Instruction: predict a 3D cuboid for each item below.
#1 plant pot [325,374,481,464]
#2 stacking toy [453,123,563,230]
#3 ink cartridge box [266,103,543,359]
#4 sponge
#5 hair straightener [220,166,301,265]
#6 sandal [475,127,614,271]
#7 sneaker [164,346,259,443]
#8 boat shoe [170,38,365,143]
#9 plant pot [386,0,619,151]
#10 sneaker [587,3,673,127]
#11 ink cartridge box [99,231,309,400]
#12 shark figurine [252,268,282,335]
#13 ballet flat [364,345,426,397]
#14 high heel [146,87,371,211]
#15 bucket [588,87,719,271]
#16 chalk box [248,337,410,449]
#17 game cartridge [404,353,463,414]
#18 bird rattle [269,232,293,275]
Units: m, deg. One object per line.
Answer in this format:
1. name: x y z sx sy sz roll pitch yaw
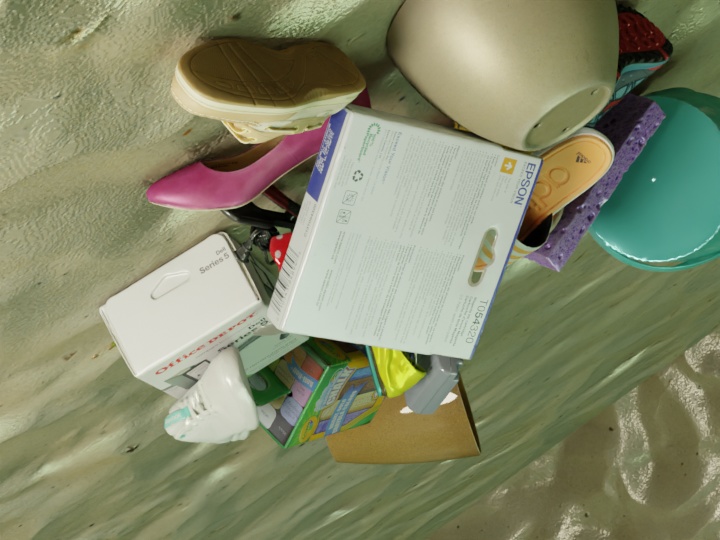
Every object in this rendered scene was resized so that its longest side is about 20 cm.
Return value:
1. plant pot: 0.048 0.193 2.148 0.198 0.188 0.186 -18 163 5
2. stacking toy: 0.132 -0.129 1.513 0.145 0.146 0.201 -25 143 -18
3. ink cartridge box: 0.038 -0.030 1.335 0.198 0.043 0.198 10 107 -31
4. sponge: 0.224 -0.099 1.614 0.030 0.111 0.201 40 82 -30
5. hair straightener: -0.096 -0.045 1.444 0.077 0.041 0.200 -50 167 4
6. sandal: 0.150 -0.057 1.452 0.206 0.079 0.060 -41 -160 37
7. sneaker: -0.151 0.136 1.530 0.087 0.076 0.200 -13 160 -13
8. boat shoe: -0.075 -0.129 1.190 0.199 0.074 0.069 -9 147 -52
9. plant pot: 0.139 -0.181 1.303 0.199 0.135 0.201 -27 162 -10
10. sneaker: 0.218 -0.185 1.477 0.199 0.079 0.096 -31 163 -42
11. ink cartridge box: -0.151 0.053 1.547 0.145 0.085 0.200 -32 163 3
12. shark figurine: 0.001 0.018 1.503 0.215 0.128 0.090 -47 170 -42
13. ballet flat: 0.019 0.039 1.647 0.066 0.202 0.067 -19 -161 2
14. high heel: -0.085 -0.109 1.299 0.197 0.097 0.067 -9 -158 -6
15. bucket: 0.338 -0.101 1.708 0.207 0.208 0.134 -38 168 24
16. chalk box: -0.063 0.105 1.727 0.199 0.124 0.125 -9 136 -52
17. game cartridge: 0.078 0.052 1.764 0.041 0.202 0.133 9 150 -18
18. bird rattle: 0.009 -0.035 1.443 0.197 0.164 0.113 -4 145 -13
